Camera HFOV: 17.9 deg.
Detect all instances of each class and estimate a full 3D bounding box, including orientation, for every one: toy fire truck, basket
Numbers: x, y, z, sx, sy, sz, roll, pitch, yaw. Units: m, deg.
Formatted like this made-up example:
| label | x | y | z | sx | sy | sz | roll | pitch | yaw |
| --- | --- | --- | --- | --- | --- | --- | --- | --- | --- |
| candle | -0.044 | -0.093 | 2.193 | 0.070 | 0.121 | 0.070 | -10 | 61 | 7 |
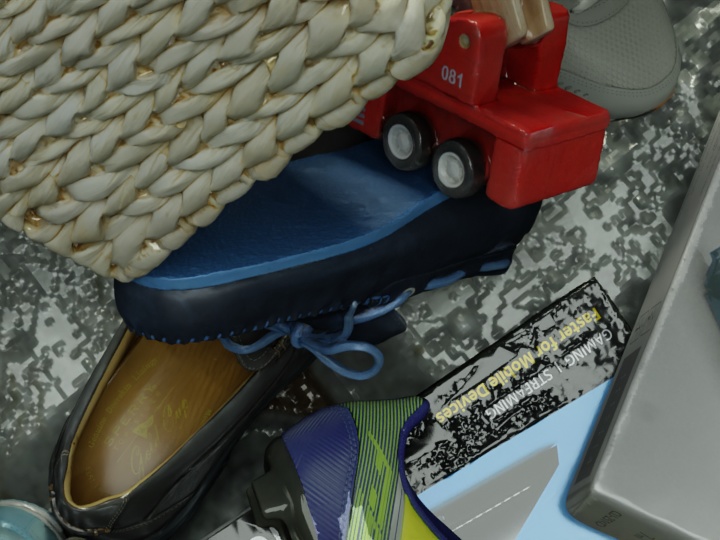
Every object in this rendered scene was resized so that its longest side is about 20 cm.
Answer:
| label | x | y | z | sx | sy | sz | roll | pitch | yaw |
| --- | --- | --- | --- | --- | --- | --- | --- | --- | --- |
| toy fire truck | 0.043 | -0.101 | 0.775 | 0.199 | 0.049 | 0.142 | 30 | 122 | 38 |
| basket | -0.067 | -0.133 | 0.681 | 0.160 | 0.198 | 0.201 | 32 | 53 | -22 |

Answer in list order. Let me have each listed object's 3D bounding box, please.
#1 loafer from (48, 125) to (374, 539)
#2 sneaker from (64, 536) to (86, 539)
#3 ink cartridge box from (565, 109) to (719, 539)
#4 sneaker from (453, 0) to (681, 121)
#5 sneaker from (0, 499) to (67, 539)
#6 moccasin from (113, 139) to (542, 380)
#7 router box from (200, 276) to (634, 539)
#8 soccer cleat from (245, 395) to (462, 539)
| label | x | y | z | sx | sy | sz | roll | pitch | yaw |
| --- | --- | --- | --- | --- | --- | --- | --- | --- | --- |
| loafer | -0.049 | 0.017 | 0.849 | 0.072 | 0.072 | 0.201 | 28 | 85 | 5 |
| sneaker | -0.094 | 0.198 | 0.807 | 0.106 | 0.075 | 0.201 | -24 | 106 | 2 |
| ink cartridge box | 0.190 | 0.031 | 0.827 | 0.175 | 0.045 | 0.201 | 25 | 73 | -3 |
| sneaker | 0.063 | -0.137 | 0.825 | 0.076 | 0.092 | 0.200 | -46 | 110 | -23 |
| sneaker | -0.159 | 0.181 | 0.830 | 0.073 | 0.082 | 0.202 | 12 | 84 | 3 |
| moccasin | 0.000 | 0.000 | 0.804 | 0.080 | 0.199 | 0.069 | 28 | 123 | 41 |
| router box | 0.044 | 0.120 | 0.845 | 0.199 | 0.051 | 0.150 | -34 | 84 | -4 |
| soccer cleat | 0.030 | 0.139 | 0.786 | 0.083 | 0.065 | 0.201 | -22 | 86 | -10 |
